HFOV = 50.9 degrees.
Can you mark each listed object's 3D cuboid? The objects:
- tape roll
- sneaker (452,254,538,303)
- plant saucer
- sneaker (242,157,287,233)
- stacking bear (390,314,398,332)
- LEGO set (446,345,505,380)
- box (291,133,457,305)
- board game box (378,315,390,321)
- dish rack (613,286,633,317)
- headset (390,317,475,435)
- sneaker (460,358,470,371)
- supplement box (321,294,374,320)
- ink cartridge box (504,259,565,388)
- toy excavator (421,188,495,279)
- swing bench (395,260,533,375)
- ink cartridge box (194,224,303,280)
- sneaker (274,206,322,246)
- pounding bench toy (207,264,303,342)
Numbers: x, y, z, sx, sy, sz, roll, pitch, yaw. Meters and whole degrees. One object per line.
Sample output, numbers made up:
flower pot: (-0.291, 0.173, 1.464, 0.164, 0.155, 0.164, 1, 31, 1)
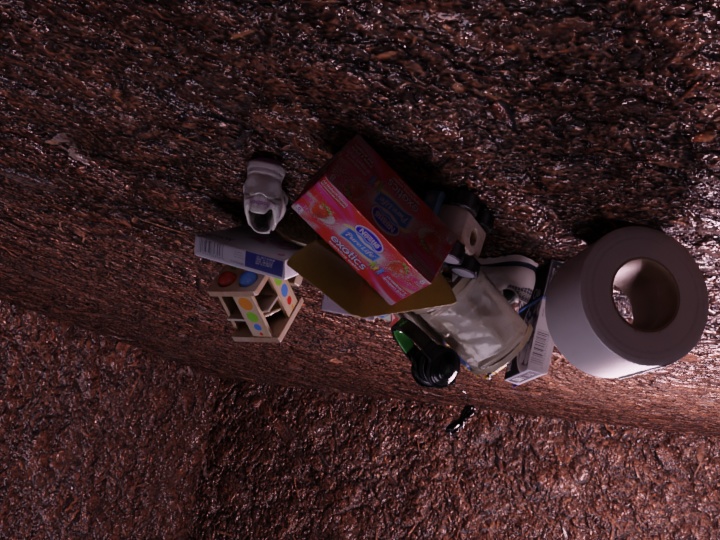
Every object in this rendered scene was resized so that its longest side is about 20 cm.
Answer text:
tape roll: (0.393, 0.051, 1.133, 0.198, 0.208, 0.139, 12, 163, -5)
sneaker: (0.233, 0.025, 1.372, 0.075, 0.083, 0.198, 18, 164, -30)
plant saucer: (0.019, -0.003, 1.137, 0.197, 0.050, 0.199, -6, -154, -37)
sneaker: (-0.155, -0.098, 1.170, 0.073, 0.102, 0.200, 8, 166, -1)
stacking bear: (0.157, 0.066, 1.511, 0.195, 0.116, 0.122, -2, -153, 2)
LEGO set: (0.244, 0.190, 1.776, 0.115, 0.156, 0.199, -37, 155, 19)
box: (0.019, -0.065, 1.011, 0.200, 0.096, 0.099, 45, 143, -12)
board game box: (0.092, 0.097, 1.801, 0.196, 0.030, 0.134, 16, 162, -16)
dish rack: (0.465, 0.047, 1.348, 0.195, 0.056, 0.154, 7, 165, 5)
headset: (0.116, 0.172, 1.264, 0.201, 0.094, 0.123, 48, 166, -1)
sneaker: (0.254, 0.119, 1.535, 0.087, 0.201, 0.076, -15, 119, 33)
supplement box: (-0.021, 0.044, 1.512, 0.106, 0.062, 0.200, 11, -173, -2)
ink cartridge box: (0.308, 0.101, 1.367, 0.042, 0.202, 0.200, 16, 163, 0)
toy excavator: (0.076, -0.075, 1.128, 0.196, 0.102, 0.194, 11, 165, 33)
swing bench: (0.152, 0.066, 1.283, 0.199, 0.131, 0.199, 45, 169, -32)
ink cartridge box: (-0.160, -0.041, 1.355, 0.192, 0.044, 0.199, 14, -161, 25)
sneaker: (-0.050, -0.054, 1.301, 0.195, 0.069, 0.090, 6, 159, 4)
pounding bench toy: (-0.206, 0.023, 1.595, 0.122, 0.202, 0.158, -1, 130, 28)
